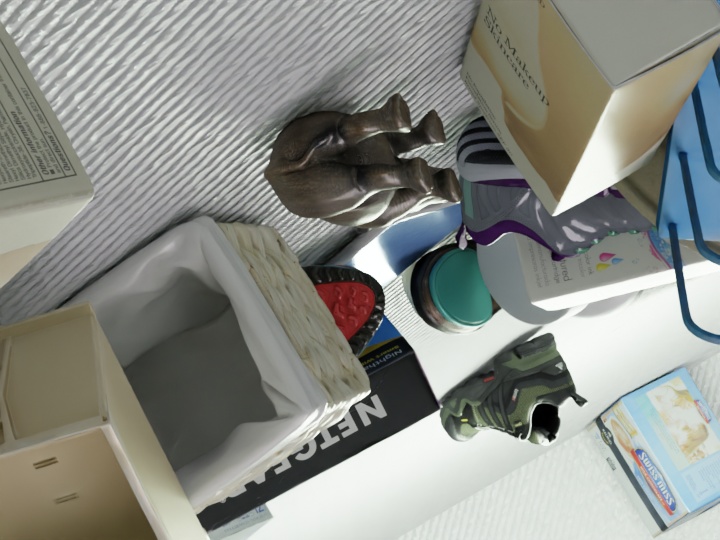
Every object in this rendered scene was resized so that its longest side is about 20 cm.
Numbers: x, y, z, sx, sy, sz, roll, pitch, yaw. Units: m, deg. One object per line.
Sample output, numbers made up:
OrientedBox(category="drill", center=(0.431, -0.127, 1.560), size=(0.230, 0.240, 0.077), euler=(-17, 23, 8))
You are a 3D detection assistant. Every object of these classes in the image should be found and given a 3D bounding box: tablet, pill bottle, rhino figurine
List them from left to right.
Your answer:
OrientedBox(category="tablet", center=(0.000, 0.000, 1.545), size=(0.130, 0.014, 0.200), euler=(-17, 163, -49))
OrientedBox(category="rhino figurine", center=(0.007, -0.053, 1.226), size=(0.087, 0.060, 0.200), euler=(-13, 173, 13))
OrientedBox(category="pill bottle", center=(0.185, -0.029, 1.626), size=(0.200, 0.116, 0.116), euler=(-20, 164, -44))

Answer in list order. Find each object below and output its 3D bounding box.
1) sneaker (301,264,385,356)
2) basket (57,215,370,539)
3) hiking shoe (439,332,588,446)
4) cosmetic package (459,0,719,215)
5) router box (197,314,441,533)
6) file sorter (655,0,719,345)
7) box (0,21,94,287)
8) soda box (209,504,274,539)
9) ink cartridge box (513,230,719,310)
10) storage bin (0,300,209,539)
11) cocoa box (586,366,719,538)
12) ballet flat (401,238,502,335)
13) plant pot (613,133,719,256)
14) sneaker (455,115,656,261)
OrientedBox(category="sneaker", center=(-0.072, 0.050, 1.480), size=(0.200, 0.079, 0.096), euler=(-29, -174, 12))
OrientedBox(category="basket", center=(-0.109, 0.073, 1.286), size=(0.200, 0.136, 0.123), euler=(-35, 169, 21))
OrientedBox(category="hiking shoe", center=(0.155, 0.148, 2.312), size=(0.076, 0.101, 0.200), euler=(-21, 165, -36))
OrientedBox(category="cosmetic package", center=(0.115, -0.113, 1.148), size=(0.071, 0.105, 0.200), euler=(-30, 167, -11))
OrientedBox(category="router box", center=(-0.054, 0.103, 1.537), size=(0.200, 0.051, 0.149), euler=(-28, -164, -4))
OrientedBox(category="file sorter", center=(0.237, -0.071, 1.138), size=(0.139, 0.123, 0.200), euler=(2, 124, -1))
OrientedBox(category="box", center=(-0.200, -0.029, 0.754), size=(0.200, 0.095, 0.078), euler=(-14, 160, -49))
OrientedBox(category="soda box", center=(-0.173, 0.225, 1.908), size=(0.200, 0.068, 0.063), euler=(-18, 162, -47))
OrientedBox(category="ink cartridge box", center=(0.197, -0.054, 1.425), size=(0.200, 0.116, 0.067), euler=(-14, 170, 12))
OrientedBox(category="storage bin", center=(-0.192, 0.138, 1.147), size=(0.198, 0.094, 0.200), euler=(-17, 133, 4))
OrientedBox(category="cocoa box", center=(0.460, 0.271, 3.316), size=(0.133, 0.200, 0.131), euler=(-24, 166, -27))
OrientedBox(category="ballet flat", center=(0.077, 0.010, 1.641), size=(0.068, 0.068, 0.200), euler=(-13, -177, 33))
OrientedBox(category="plant pot", center=(0.252, -0.128, 1.270), size=(0.200, 0.201, 0.184), euler=(-20, 153, -40))
OrientedBox(category="sneaker", center=(0.157, -0.046, 1.377), size=(0.200, 0.074, 0.088), euler=(6, 127, 3))
